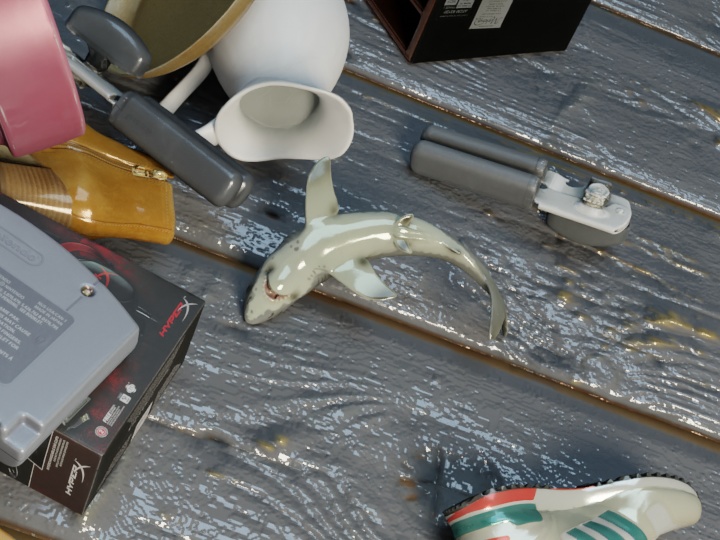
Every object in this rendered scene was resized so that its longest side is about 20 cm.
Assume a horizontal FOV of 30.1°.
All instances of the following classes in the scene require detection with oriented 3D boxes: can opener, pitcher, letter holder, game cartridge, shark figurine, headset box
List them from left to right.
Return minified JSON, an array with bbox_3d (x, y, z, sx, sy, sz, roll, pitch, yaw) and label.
[{"bbox_3d":[-0.240,0.016,0.800,0.200,0.041,0.133,34,50,7],"label":"game cartridge"},{"bbox_3d":[-0.225,0.041,0.863,0.200,0.075,0.149,28,45,2],"label":"headset box"},{"bbox_3d":[-0.157,-0.129,1.020,0.200,0.067,0.053,37,9,12],"label":"can opener"},{"bbox_3d":[-0.093,-0.173,1.110,0.171,0.121,0.200,-9,46,5],"label":"pitcher"},{"bbox_3d":[0.019,-0.011,1.033,0.214,0.089,0.128,5,80,-10],"label":"shark figurine"},{"bbox_3d":[0.112,-0.294,1.325,0.200,0.101,0.142,-10,52,-32],"label":"letter holder"},{"bbox_3d":[0.138,-0.068,1.157,0.200,0.067,0.053,22,41,8],"label":"can opener"}]

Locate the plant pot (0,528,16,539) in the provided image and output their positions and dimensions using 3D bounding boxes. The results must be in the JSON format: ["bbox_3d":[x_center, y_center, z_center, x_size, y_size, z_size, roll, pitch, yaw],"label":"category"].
[{"bbox_3d":[-0.256,0.204,0.624,0.200,0.200,0.183,27,58,1],"label":"plant pot"}]

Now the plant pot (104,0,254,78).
[{"bbox_3d":[-0.139,-0.237,1.108,0.027,0.200,0.200,38,31,-39],"label":"plant pot"}]

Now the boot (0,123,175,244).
[{"bbox_3d":[-0.220,-0.093,1.010,0.144,0.071,0.201,8,40,-34],"label":"boot"}]

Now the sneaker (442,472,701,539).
[{"bbox_3d":[0.152,0.194,0.914,0.199,0.070,0.094,1,66,-27],"label":"sneaker"}]

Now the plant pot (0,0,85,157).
[{"bbox_3d":[-0.295,-0.153,0.861,0.179,0.200,0.200,-21,58,-11],"label":"plant pot"}]
